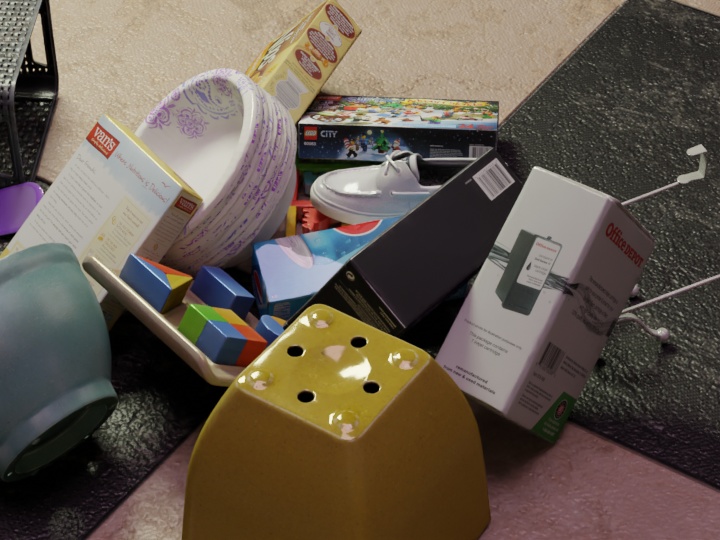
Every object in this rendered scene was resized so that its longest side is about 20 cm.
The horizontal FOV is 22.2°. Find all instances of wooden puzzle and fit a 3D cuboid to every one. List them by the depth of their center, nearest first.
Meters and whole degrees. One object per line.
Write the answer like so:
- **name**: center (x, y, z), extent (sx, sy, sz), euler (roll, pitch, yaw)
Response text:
- **wooden puzzle**: center (-0.122, 0.043, 1.602), extent (0.185, 0.047, 0.199), euler (38, 12, 35)

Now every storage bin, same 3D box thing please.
- **storage bin**: center (-0.376, -0.185, 1.885), extent (0.093, 0.136, 0.201), euler (2, 41, 2)

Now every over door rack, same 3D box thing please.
- **over door rack**: center (0.273, -0.011, 1.725), extent (0.199, 0.067, 0.148), euler (-28, 44, 0)

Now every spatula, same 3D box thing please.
- **spatula**: center (-0.411, -0.056, 1.819), extent (0.198, 0.021, 0.057), euler (-4, 60, -1)

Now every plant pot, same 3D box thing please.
- **plant pot**: center (-0.019, 0.147, 1.455), extent (0.193, 0.201, 0.195), euler (24, 45, 25)
- **plant pot**: center (-0.288, 0.091, 1.547), extent (0.200, 0.201, 0.135), euler (-31, 75, -30)

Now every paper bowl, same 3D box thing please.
- **paper bowl**: center (-0.140, -0.083, 1.751), extent (0.200, 0.104, 0.202), euler (-28, 42, 29)

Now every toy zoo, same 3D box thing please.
- **toy zoo**: center (-0.009, -0.061, 1.831), extent (0.130, 0.021, 0.201), euler (1, 41, 0)

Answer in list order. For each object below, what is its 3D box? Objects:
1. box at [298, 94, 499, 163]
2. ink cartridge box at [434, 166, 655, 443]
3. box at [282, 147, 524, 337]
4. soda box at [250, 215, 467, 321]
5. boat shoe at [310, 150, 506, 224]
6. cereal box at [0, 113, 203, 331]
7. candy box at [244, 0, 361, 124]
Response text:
- **box**: center (0.042, -0.145, 1.872), extent (0.198, 0.038, 0.137), euler (2, 18, 4)
- **ink cartridge box**: center (0.158, 0.030, 1.559), extent (0.083, 0.146, 0.201), euler (26, 87, 28)
- **box**: center (0.046, -0.002, 1.579), extent (0.200, 0.141, 0.079), euler (-38, 89, -36)
- **soda box**: center (0.000, 0.000, 1.716), extent (0.198, 0.064, 0.068), euler (-10, 60, -13)
- **boat shoe**: center (0.050, -0.085, 1.789), extent (0.198, 0.069, 0.072), euler (7, 41, 7)
- **cereal box**: center (-0.248, -0.027, 1.688), extent (0.201, 0.039, 0.144), euler (-52, 52, 5)
- **candy box**: center (-0.085, -0.192, 1.904), extent (0.055, 0.115, 0.200), euler (47, 41, -14)
